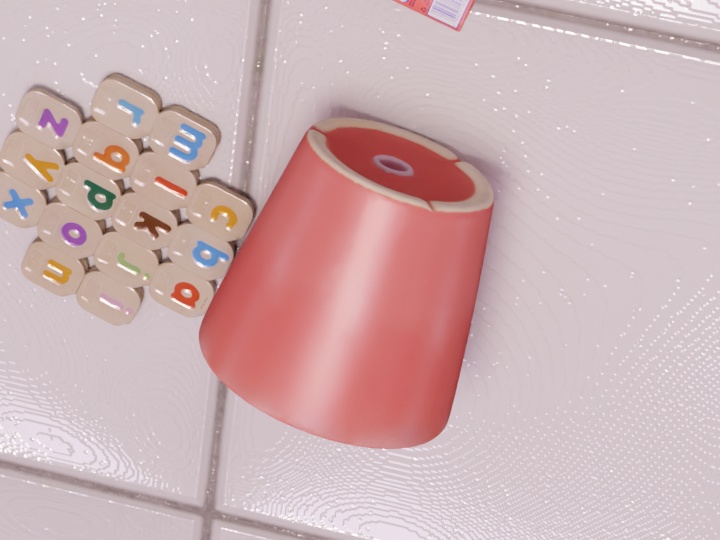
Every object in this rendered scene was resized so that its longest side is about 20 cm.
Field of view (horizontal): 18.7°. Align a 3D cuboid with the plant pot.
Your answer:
[{"bbox_3d":[0.000,0.000,1.563,0.200,0.201,0.178,21,113,2],"label":"plant pot"}]

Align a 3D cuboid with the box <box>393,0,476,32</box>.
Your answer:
[{"bbox_3d":[0.066,-0.275,1.434,0.102,0.095,0.200,24,122,-1],"label":"box"}]

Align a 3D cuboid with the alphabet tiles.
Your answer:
[{"bbox_3d":[-0.185,-0.051,1.672,0.195,0.015,0.200,27,122,-2],"label":"alphabet tiles"}]
